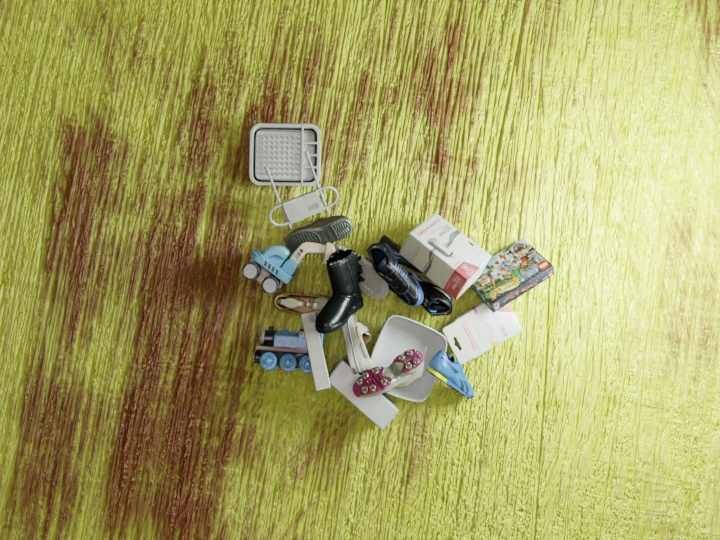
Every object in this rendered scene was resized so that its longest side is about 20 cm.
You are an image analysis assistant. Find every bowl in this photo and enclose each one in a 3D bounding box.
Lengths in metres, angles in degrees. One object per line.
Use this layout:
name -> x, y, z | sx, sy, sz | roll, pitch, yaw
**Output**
bowl -> 0.117, 0.234, 1.501 | 0.197, 0.075, 0.203 | 23, 85, -13

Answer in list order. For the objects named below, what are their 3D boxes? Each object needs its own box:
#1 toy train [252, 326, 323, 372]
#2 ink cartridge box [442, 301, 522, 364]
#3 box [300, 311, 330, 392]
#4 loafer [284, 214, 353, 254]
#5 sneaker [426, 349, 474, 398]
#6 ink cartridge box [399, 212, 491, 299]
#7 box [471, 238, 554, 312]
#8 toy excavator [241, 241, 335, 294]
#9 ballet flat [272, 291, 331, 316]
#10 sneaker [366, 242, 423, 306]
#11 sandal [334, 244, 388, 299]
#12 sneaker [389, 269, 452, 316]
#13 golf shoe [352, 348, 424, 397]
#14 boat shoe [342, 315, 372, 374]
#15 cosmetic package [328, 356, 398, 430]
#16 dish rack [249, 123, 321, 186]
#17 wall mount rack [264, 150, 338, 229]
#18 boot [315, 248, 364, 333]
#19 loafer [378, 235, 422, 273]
toy train -> -0.188, 0.213, 1.498 | 0.196, 0.087, 0.117 | 5, 78, -1
ink cartridge box -> 0.326, 0.161, 1.532 | 0.198, 0.068, 0.118 | -28, 88, -6
box -> -0.116, 0.209, 1.441 | 0.041, 0.039, 0.204 | -12, 74, -7
loafer -> -0.113, -0.101, 1.533 | 0.196, 0.070, 0.076 | -15, 115, 7
sneaker -> 0.256, 0.276, 1.483 | 0.199, 0.066, 0.079 | 39, 79, -36
ink cartridge box -> 0.224, -0.042, 1.477 | 0.199, 0.086, 0.145 | 39, 46, 16
box -> 0.403, 0.010, 1.517 | 0.198, 0.038, 0.137 | -31, 44, -4
toy excavator -> -0.189, -0.027, 1.485 | 0.193, 0.100, 0.202 | 35, 96, 0
ballet flat -> -0.143, 0.098, 1.515 | 0.196, 0.063, 0.070 | 5, 87, -3
sneaker -> 0.085, 0.013, 1.458 | 0.070, 0.078, 0.201 | -44, 74, 24
sandal -> 0.004, -0.005, 1.532 | 0.202, 0.050, 0.083 | 41, 119, 8
sneaker -> 0.159, 0.062, 1.499 | 0.196, 0.112, 0.074 | 17, 110, -2
golf shoe -> 0.077, 0.280, 1.417 | 0.197, 0.092, 0.076 | -25, 45, -3
boat shoe -> -0.006, 0.177, 1.472 | 0.069, 0.072, 0.202 | -16, 44, 3
cosmetic package -> 0.005, 0.326, 1.490 | 0.199, 0.102, 0.074 | 40, 87, -1
dish rack -> -0.207, -0.317, 1.547 | 0.196, 0.044, 0.176 | 1, 87, -3
wall mount rack -> -0.166, -0.209, 1.491 | 0.197, 0.075, 0.176 | -21, 127, -2
boot -> -0.060, 0.048, 1.441 | 0.072, 0.198, 0.165 | 9, 120, 34
loafer -> 0.139, -0.040, 1.535 | 0.197, 0.072, 0.064 | 20, 82, 2
